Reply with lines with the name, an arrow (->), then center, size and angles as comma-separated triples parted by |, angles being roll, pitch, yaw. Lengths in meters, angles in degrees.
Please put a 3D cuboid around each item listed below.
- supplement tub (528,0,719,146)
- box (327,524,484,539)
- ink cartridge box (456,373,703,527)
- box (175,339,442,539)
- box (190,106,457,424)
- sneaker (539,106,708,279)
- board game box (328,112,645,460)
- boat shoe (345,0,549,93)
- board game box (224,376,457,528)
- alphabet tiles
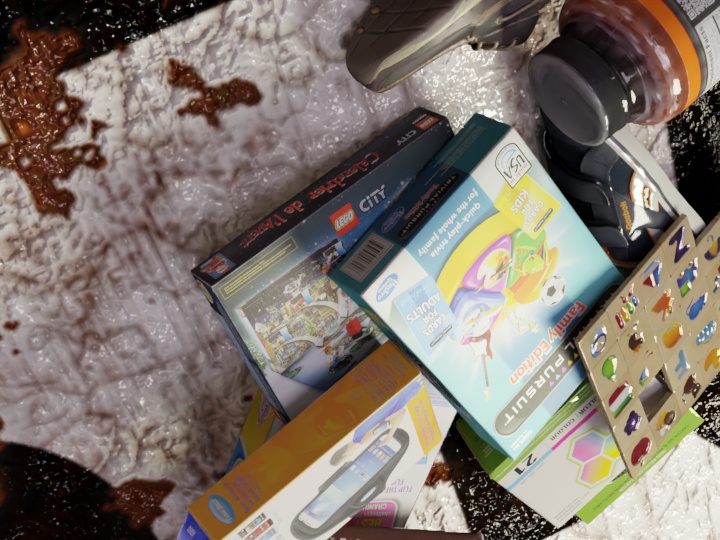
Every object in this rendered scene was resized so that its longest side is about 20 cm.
supplement tub -> 0.202, -0.167, 0.878 | 0.200, 0.107, 0.107 | -38, 128, -15
box -> -0.011, 0.306, 1.047 | 0.200, 0.164, 0.166 | 8, 140, -25
ink cartridge box -> 0.200, 0.142, 1.115 | 0.148, 0.076, 0.200 | -45, 125, 9
box -> -0.035, 0.146, 0.934 | 0.200, 0.041, 0.119 | -41, 151, -12
box -> 0.000, 0.000, 0.932 | 0.200, 0.038, 0.137 | -36, 121, -15
sneaker -> 0.178, -0.055, 0.981 | 0.079, 0.078, 0.200 | -47, 127, 3
board game box -> 0.094, 0.015, 0.941 | 0.151, 0.047, 0.200 | -48, 125, -7
boat shoe -> 0.083, -0.173, 0.872 | 0.200, 0.075, 0.073 | -37, 127, 4
board game box -> -0.013, 0.127, 1.041 | 0.153, 0.040, 0.200 | 10, 116, -27
alphabet tiles -> 0.243, 0.037, 1.022 | 0.200, 0.008, 0.167 | -47, 134, -20
